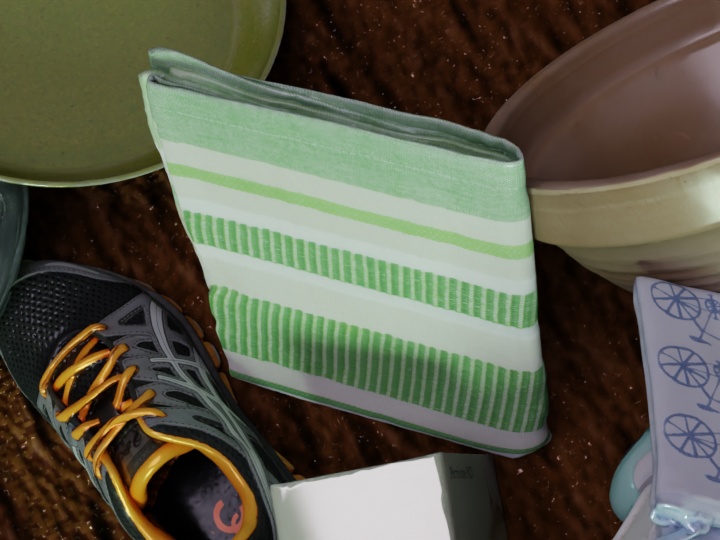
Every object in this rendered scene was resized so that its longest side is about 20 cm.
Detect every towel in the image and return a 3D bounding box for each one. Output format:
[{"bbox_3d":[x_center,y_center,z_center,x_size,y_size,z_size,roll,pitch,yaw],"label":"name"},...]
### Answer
[{"bbox_3d":[0.000,0.000,0.790,0.152,0.200,0.023,16,58,20],"label":"towel"}]

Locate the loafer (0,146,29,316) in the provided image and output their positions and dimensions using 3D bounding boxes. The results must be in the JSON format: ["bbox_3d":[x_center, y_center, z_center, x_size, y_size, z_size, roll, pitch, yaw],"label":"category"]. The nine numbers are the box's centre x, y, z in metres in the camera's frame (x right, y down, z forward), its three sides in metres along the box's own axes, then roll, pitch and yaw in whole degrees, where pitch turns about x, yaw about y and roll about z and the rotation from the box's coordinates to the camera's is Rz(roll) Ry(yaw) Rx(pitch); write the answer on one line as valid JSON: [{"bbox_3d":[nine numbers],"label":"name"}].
[{"bbox_3d":[-0.210,0.027,0.885,0.201,0.070,0.068,-55,52,18],"label":"loafer"}]

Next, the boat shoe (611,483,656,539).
[{"bbox_3d":[0.057,0.154,0.718,0.069,0.071,0.200,30,81,0],"label":"boat shoe"}]

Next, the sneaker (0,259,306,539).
[{"bbox_3d":[-0.090,0.065,0.866,0.200,0.077,0.078,42,99,18],"label":"sneaker"}]

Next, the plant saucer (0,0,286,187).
[{"bbox_3d":[-0.132,-0.118,0.878,0.200,0.031,0.200,5,64,-10],"label":"plant saucer"}]

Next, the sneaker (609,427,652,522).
[{"bbox_3d":[0.205,0.076,0.776,0.200,0.078,0.140,-36,75,11],"label":"sneaker"}]

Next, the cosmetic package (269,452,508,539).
[{"bbox_3d":[0.027,0.176,0.807,0.073,0.104,0.200,-11,83,14],"label":"cosmetic package"}]

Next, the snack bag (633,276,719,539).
[{"bbox_3d":[0.178,0.096,0.661,0.188,0.021,0.200,13,48,-10],"label":"snack bag"}]

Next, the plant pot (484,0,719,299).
[{"bbox_3d":[0.153,-0.044,0.765,0.201,0.201,0.093,-22,110,13],"label":"plant pot"}]
